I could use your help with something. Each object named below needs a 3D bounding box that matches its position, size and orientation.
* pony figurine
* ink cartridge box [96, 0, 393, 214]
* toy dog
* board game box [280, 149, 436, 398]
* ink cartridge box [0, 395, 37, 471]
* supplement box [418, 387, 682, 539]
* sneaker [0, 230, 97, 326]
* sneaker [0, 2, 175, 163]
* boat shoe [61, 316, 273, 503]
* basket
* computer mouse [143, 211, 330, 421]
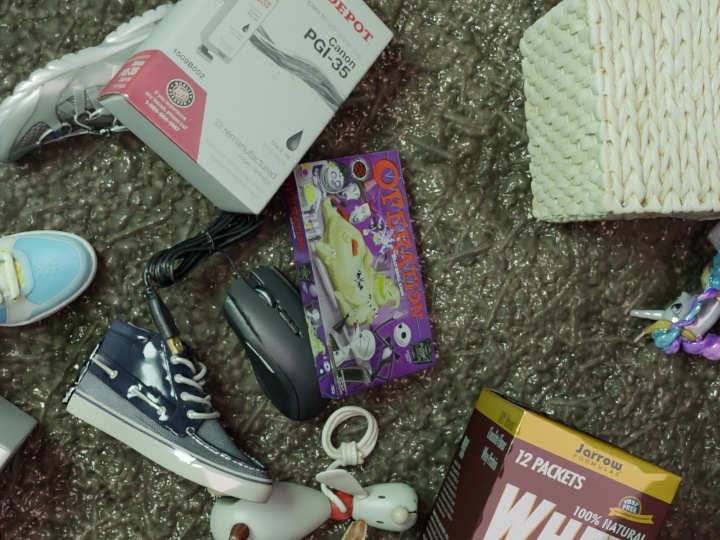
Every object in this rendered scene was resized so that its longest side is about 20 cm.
[{"bbox_3d":[0.379,0.035,0.884,0.193,0.167,0.200,39,89,23],"label":"pony figurine"},{"bbox_3d":[-0.091,-0.167,0.779,0.146,0.083,0.200,42,75,-26],"label":"ink cartridge box"},{"bbox_3d":[-0.048,0.212,0.827,0.200,0.096,0.132,-22,96,-8],"label":"toy dog"},{"bbox_3d":[0.000,0.000,0.836,0.120,0.032,0.200,-15,96,-42],"label":"board game box"},{"bbox_3d":[-0.359,0.156,0.752,0.125,0.129,0.200,38,86,-10],"label":"ink cartridge box"},{"bbox_3d":[0.139,0.223,0.801,0.133,0.197,0.200,23,87,-1],"label":"supplement box"},{"bbox_3d":[-0.312,0.016,0.754,0.200,0.131,0.080,-16,94,-10],"label":"sneaker"},{"bbox_3d":[-0.216,-0.141,0.792,0.200,0.075,0.082,-34,96,-8],"label":"sneaker"},{"bbox_3d":[-0.147,0.111,0.792,0.200,0.075,0.093,24,84,13],"label":"boat shoe"},{"bbox_3d":[0.244,-0.137,0.814,0.161,0.200,0.199,-5,93,-8],"label":"basket"},{"bbox_3d":[-0.095,0.050,0.808,0.140,0.046,0.200,-29,98,-38],"label":"computer mouse"}]
